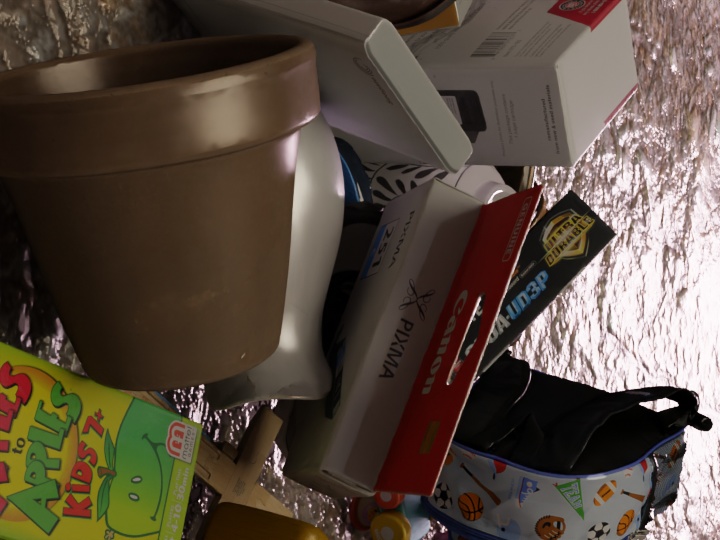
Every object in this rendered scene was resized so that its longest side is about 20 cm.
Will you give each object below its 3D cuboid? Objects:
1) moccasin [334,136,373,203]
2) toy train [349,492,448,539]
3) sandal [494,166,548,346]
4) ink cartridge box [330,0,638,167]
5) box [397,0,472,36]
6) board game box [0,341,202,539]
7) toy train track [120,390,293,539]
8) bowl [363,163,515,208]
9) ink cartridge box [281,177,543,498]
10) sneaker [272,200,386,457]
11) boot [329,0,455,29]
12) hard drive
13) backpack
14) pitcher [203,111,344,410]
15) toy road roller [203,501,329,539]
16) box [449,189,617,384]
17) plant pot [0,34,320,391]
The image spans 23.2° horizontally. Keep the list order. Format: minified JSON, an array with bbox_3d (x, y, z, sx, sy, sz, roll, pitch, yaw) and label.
[{"bbox_3d":[0.000,0.000,1.277,0.068,0.080,0.201,-38,127,-68],"label":"moccasin"},{"bbox_3d":[0.050,0.189,1.385,0.200,0.055,0.151,56,39,-43],"label":"toy train"},{"bbox_3d":[0.132,-0.033,1.481,0.054,0.082,0.201,-2,94,-32],"label":"sandal"},{"bbox_3d":[0.087,-0.145,1.310,0.145,0.199,0.084,-47,132,-48],"label":"ink cartridge box"},{"bbox_3d":[-0.003,-0.266,1.215,0.098,0.124,0.201,-64,143,-64],"label":"box"},{"bbox_3d":[-0.179,0.109,0.991,0.200,0.047,0.102,29,65,-48],"label":"board game box"},{"bbox_3d":[-0.114,0.119,1.139,0.200,0.032,0.115,48,57,-40],"label":"toy train track"},{"bbox_3d":[0.073,-0.023,1.383,0.200,0.094,0.202,3,86,-58],"label":"bowl"},{"bbox_3d":[0.028,0.040,1.078,0.045,0.176,0.201,25,76,-14],"label":"ink cartridge box"},{"bbox_3d":[-0.008,0.051,1.201,0.074,0.079,0.201,5,105,-19],"label":"sneaker"},{"bbox_3d":[-0.029,-0.236,1.113,0.200,0.186,0.064,48,26,-31],"label":"boot"},{"bbox_3d":[-0.031,-0.134,1.119,0.027,0.200,0.132,-54,137,-13],"label":"hard drive"},{"bbox_3d":[0.135,0.152,1.317,0.190,0.199,0.155,-9,107,-59],"label":"backpack"},{"bbox_3d":[-0.070,-0.017,1.144,0.172,0.121,0.201,173,-89,-84],"label":"pitcher"},{"bbox_3d":[-0.061,0.239,1.108,0.200,0.123,0.146,51,59,-46],"label":"toy road roller"},{"bbox_3d":[0.099,0.024,1.231,0.159,0.046,0.200,-45,177,-1],"label":"box"},{"bbox_3d":[-0.113,-0.032,0.986,0.200,0.200,0.175,-30,117,-55],"label":"plant pot"}]
